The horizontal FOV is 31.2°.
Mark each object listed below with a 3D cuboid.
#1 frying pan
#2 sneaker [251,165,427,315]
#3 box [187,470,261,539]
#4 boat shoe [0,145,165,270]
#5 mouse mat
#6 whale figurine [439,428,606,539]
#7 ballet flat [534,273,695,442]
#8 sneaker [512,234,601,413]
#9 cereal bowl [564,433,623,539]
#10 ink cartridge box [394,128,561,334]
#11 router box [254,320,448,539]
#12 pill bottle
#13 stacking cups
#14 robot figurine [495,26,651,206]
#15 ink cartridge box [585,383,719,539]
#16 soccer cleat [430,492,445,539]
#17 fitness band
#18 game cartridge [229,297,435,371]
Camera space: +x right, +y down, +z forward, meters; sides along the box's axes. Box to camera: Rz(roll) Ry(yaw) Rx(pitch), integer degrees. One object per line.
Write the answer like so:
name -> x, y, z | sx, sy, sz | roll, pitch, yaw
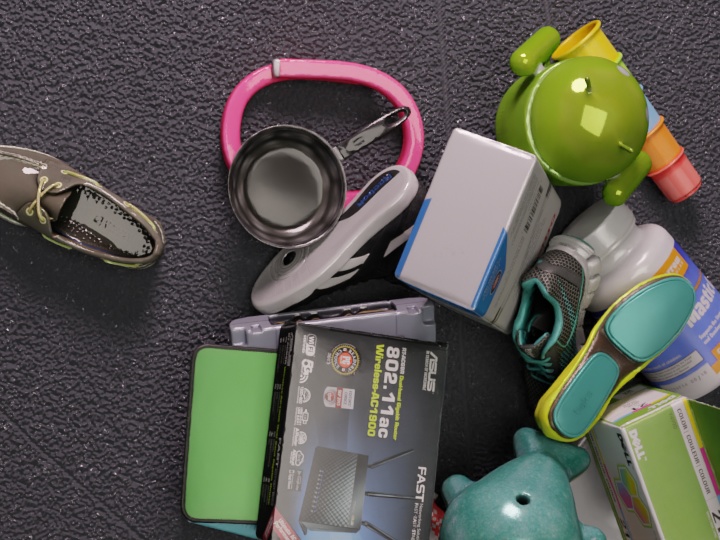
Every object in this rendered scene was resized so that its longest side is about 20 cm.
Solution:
frying pan -> -0.049, -0.109, 1.219 | 0.115, 0.031, 0.191 | 36, 77, -12
sneaker -> 0.000, 0.000, 1.248 | 0.200, 0.073, 0.112 | -38, 127, 10
box -> -0.068, 0.233, 1.234 | 0.198, 0.082, 0.050 | 17, 88, -13
boat shoe -> -0.272, -0.060, 1.188 | 0.201, 0.060, 0.073 | 26, 86, -13
mouse mat -> -0.064, 0.154, 1.194 | 0.198, 0.008, 0.163 | 6, 83, -17
whale figurine -> 0.150, 0.212, 1.166 | 0.158, 0.104, 0.200 | 20, 45, 16
ballet flat -> 0.234, 0.079, 1.218 | 0.067, 0.067, 0.200 | 44, 79, -6
sneaker -> 0.177, 0.068, 1.254 | 0.091, 0.077, 0.202 | -31, 128, -45
cereal bowl -> 0.278, 0.227, 1.312 | 0.198, 0.083, 0.202 | -1, 92, -13
ink cartridge box -> 0.115, -0.031, 1.203 | 0.084, 0.200, 0.147 | 21, 87, 17
router box -> -0.007, 0.155, 1.174 | 0.149, 0.062, 0.202 | 8, 83, -17
pill bottle -> 0.289, 0.026, 1.292 | 0.112, 0.112, 0.200 | -44, 101, -8
stacking cups -> 0.279, -0.160, 1.312 | 0.060, 0.060, 0.200 | -44, 102, -8
robot figurine -> 0.198, -0.139, 1.220 | 0.115, 0.200, 0.176 | -37, 99, -8
ink cartridge box -> 0.289, 0.193, 1.170 | 0.075, 0.200, 0.149 | -22, 96, -11
soccer cleat -> 0.080, 0.300, 1.278 | 0.085, 0.069, 0.201 | -38, 104, -19
fitness band -> -0.036, -0.130, 1.251 | 0.198, 0.037, 0.145 | 2, 92, -12
game cartridge -> -0.025, 0.101, 1.244 | 0.198, 0.040, 0.135 | -6, 109, -12
